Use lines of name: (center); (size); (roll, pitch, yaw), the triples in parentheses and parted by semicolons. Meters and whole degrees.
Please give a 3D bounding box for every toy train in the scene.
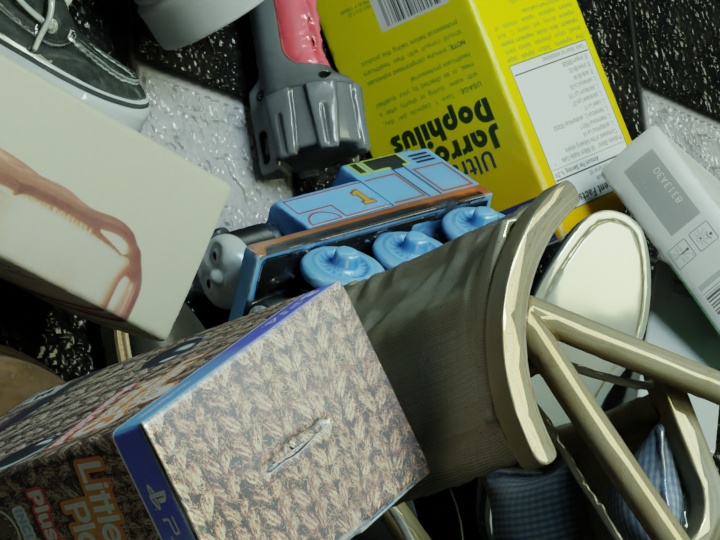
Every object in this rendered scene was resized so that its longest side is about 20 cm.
toy train: (0.000, 0.000, 1.604); (0.199, 0.114, 0.087); (-16, 130, -42)

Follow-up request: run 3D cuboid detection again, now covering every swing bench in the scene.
swing bench: (0.080, 0.086, 1.377); (0.200, 0.199, 0.130); (39, 60, -15)

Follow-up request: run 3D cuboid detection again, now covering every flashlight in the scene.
flashlight: (-0.032, -0.155, 1.665); (0.068, 0.068, 0.201); (-1, 70, -28)

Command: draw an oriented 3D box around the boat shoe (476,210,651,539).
boat shoe: (0.109, 0.064, 1.659); (0.074, 0.062, 0.201); (13, 88, -17)

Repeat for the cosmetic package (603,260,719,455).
cosmetic package: (0.158, 0.107, 1.681); (0.051, 0.151, 0.200); (21, 28, -1)

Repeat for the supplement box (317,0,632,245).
supplement box: (0.068, -0.107, 1.739); (0.109, 0.109, 0.201); (-22, 90, -53)

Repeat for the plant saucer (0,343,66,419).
plant saucer: (-0.166, 0.126, 1.405); (0.200, 0.029, 0.201); (26, 55, -44)

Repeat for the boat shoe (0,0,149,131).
boat shoe: (-0.172, -0.134, 1.469); (0.199, 0.068, 0.074); (32, 7, -31)

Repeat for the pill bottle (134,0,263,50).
pill bottle: (-0.117, -0.224, 1.553); (0.201, 0.119, 0.120); (58, 38, -15)

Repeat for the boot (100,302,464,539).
boot: (-0.033, 0.079, 1.501); (0.201, 0.138, 0.077); (59, 38, -12)

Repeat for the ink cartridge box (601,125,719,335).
ink cartridge box: (0.229, 0.012, 1.720); (0.161, 0.050, 0.200); (55, 10, 26)

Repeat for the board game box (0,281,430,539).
board game box: (-0.100, 0.102, 1.308); (0.159, 0.199, 0.097); (-36, 103, -53)

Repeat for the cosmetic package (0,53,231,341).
cosmetic package: (-0.172, -0.048, 1.400); (0.199, 0.103, 0.088); (29, 80, -40)
